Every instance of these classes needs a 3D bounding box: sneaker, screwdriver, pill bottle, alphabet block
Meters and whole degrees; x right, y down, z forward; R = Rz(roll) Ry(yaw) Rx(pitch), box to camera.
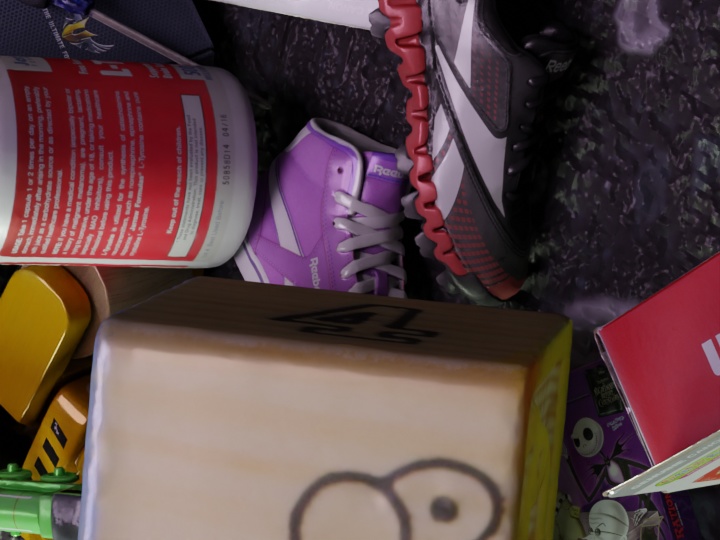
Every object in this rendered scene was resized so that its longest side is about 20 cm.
[{"bbox_3d":[0.067,-0.079,1.278,0.097,0.071,0.202,-5,104,23],"label":"sneaker"},{"bbox_3d":[-0.137,-0.142,1.430,0.199,0.028,0.029,23,103,2],"label":"screwdriver"},{"bbox_3d":[-0.165,-0.059,1.368,0.112,0.199,0.113,-179,90,-66],"label":"pill bottle"},{"bbox_3d":[-0.013,0.114,1.203,0.199,0.196,0.197,7,100,10],"label":"alphabet block"},{"bbox_3d":[-0.001,0.000,1.345,0.115,0.072,0.201,-54,49,28],"label":"sneaker"}]

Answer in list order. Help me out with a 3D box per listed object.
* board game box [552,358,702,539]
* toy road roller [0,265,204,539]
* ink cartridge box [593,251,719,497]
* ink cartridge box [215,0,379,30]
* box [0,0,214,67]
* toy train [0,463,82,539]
[{"bbox_3d":[0.086,0.126,1.312,0.199,0.032,0.121,-26,71,43],"label":"board game box"},{"bbox_3d":[-0.145,0.080,1.478,0.146,0.123,0.201,41,124,20],"label":"toy road roller"},{"bbox_3d":[0.206,0.015,1.077,0.200,0.175,0.084,-36,68,40],"label":"ink cartridge box"},{"bbox_3d":[-0.016,-0.235,1.335,0.161,0.050,0.201,12,107,18],"label":"ink cartridge box"},{"bbox_3d":[-0.194,-0.171,1.478,0.051,0.157,0.201,105,142,-64],"label":"box"},{"bbox_3d":[-0.160,0.133,1.403,0.199,0.056,0.042,1,96,27],"label":"toy train"}]
